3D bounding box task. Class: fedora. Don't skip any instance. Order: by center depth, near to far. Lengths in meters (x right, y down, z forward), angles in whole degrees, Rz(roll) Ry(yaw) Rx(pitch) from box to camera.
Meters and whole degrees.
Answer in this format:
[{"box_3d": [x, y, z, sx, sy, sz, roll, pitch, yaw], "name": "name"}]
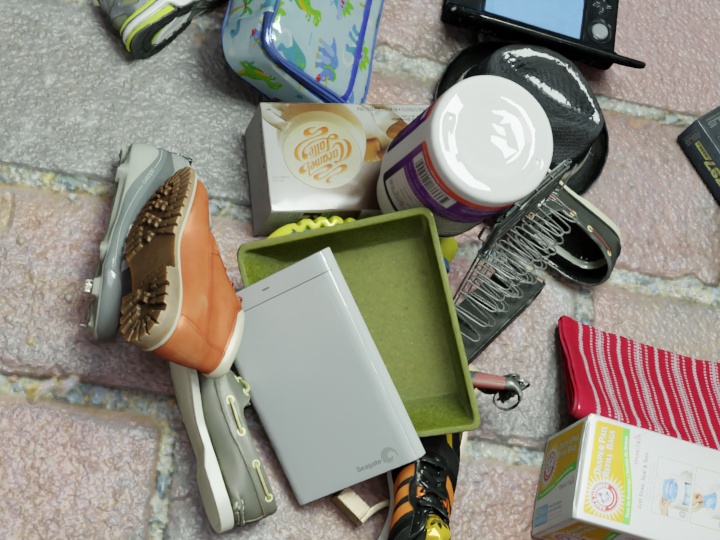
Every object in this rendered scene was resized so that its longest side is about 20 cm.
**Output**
[{"box_3d": [0.180, -0.167, 1.445, 0.199, 0.092, 0.202, 5, 69, -14], "name": "fedora"}]

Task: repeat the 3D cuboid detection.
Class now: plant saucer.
[{"box_3d": [0.004, 0.053, 1.262, 0.048, 0.199, 0.201, -26, 104, -64], "name": "plant saucer"}]

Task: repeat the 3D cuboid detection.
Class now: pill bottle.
[{"box_3d": [0.082, -0.091, 1.241, 0.111, 0.200, 0.112, 3, 79, -17], "name": "pill bottle"}]

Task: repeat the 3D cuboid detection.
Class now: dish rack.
[{"box_3d": [0.144, -0.010, 1.310, 0.054, 0.200, 0.153, 38, 48, 12], "name": "dish rack"}]

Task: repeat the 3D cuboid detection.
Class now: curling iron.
[{"box_3d": [0.059, 0.102, 1.313, 0.199, 0.050, 0.026, 7, 56, 7], "name": "curling iron"}]

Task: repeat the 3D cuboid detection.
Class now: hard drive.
[{"box_3d": [-0.041, 0.097, 1.250, 0.201, 0.131, 0.027, 65, 26, 0], "name": "hard drive"}]

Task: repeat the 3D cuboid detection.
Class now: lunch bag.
[{"box_3d": [-0.048, -0.260, 1.389, 0.161, 0.082, 0.201, 35, 58, -43], "name": "lunch bag"}]

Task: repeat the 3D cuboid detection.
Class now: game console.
[{"box_3d": [0.199, -0.290, 1.484, 0.199, 0.116, 0.177, 15, 67, -12], "name": "game console"}]

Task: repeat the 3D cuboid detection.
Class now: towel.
[{"box_3d": [0.288, 0.117, 1.374, 0.199, 0.023, 0.145, 17, 35, -11], "name": "towel"}]

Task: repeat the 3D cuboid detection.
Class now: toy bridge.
[{"box_3d": [0.061, 0.167, 1.321, 0.067, 0.027, 0.200, 45, 64, 0], "name": "toy bridge"}]

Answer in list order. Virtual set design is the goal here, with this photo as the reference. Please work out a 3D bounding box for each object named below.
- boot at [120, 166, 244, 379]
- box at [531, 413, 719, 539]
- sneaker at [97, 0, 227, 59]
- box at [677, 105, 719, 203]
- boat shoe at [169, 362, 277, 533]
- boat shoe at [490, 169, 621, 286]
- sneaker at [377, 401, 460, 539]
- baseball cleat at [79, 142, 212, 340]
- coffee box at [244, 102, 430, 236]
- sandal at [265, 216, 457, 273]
[{"box_3d": [-0.149, 0.003, 1.235, 0.107, 0.075, 0.201, 33, 42, -35], "name": "boot"}, {"box_3d": [0.277, 0.219, 1.320, 0.199, 0.113, 0.102, 17, 68, -10], "name": "box"}, {"box_3d": [-0.178, -0.299, 1.400, 0.081, 0.074, 0.200, 45, 62, 7], "name": "sneaker"}, {"box_3d": [0.470, -0.132, 1.544, 0.199, 0.051, 0.158, -30, 81, -25], "name": "box"}, {"box_3d": [-0.126, 0.130, 1.255, 0.060, 0.072, 0.203, -12, 78, -19], "name": "boat shoe"}, {"box_3d": [0.175, -0.059, 1.407, 0.201, 0.074, 0.063, 33, 39, -8], "name": "boat shoe"}, {"box_3d": [0.060, 0.214, 1.246, 0.070, 0.090, 0.201, 19, 78, -21], "name": "sneaker"}, {"box_3d": [-0.193, -0.026, 1.293, 0.106, 0.070, 0.201, 12, 68, -12], "name": "baseball cleat"}, {"box_3d": [-0.005, -0.098, 1.370, 0.199, 0.080, 0.115, -1, 73, -17], "name": "coffee box"}, {"box_3d": [0.000, 0.000, 1.340, 0.199, 0.079, 0.088, 5, 72, -14], "name": "sandal"}]
